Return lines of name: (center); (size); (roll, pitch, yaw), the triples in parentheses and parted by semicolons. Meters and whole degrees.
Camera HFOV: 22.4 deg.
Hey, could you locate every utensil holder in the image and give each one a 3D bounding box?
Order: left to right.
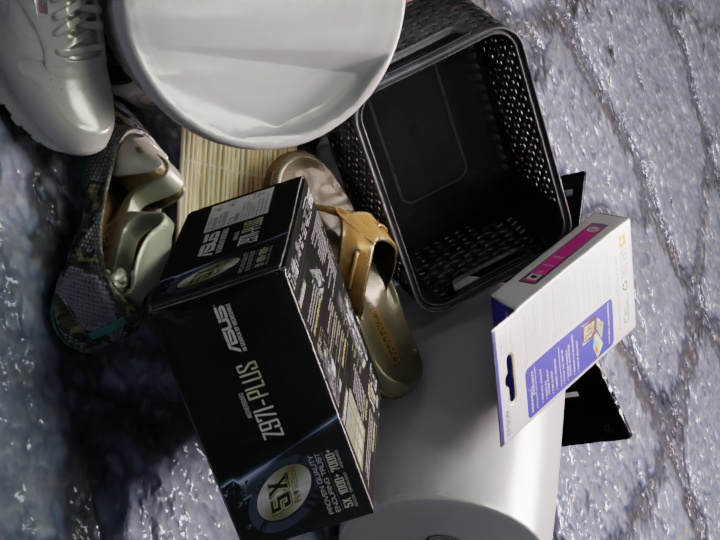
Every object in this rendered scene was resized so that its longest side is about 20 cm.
utensil holder: (0.072, 0.131, 1.390); (0.170, 0.170, 0.200); (50, 35, -38)

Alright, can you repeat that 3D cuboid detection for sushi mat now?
sushi mat: (-0.086, -0.029, 1.264); (0.096, 0.012, 0.200); (8, 79, -32)

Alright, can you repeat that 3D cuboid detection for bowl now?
bowl: (0.027, -0.108, 1.468); (0.090, 0.201, 0.201); (-56, 132, -16)

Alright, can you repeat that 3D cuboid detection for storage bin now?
storage bin: (0.059, -0.088, 1.339); (0.094, 0.135, 0.200); (47, -19, 53)

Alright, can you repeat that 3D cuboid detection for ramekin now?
ramekin: (-0.078, -0.181, 1.178); (0.202, 0.094, 0.203); (-4, 98, -28)

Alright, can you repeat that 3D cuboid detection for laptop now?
laptop: (0.135, 0.042, 1.534); (0.103, 0.177, 0.200); (-44, 114, -45)

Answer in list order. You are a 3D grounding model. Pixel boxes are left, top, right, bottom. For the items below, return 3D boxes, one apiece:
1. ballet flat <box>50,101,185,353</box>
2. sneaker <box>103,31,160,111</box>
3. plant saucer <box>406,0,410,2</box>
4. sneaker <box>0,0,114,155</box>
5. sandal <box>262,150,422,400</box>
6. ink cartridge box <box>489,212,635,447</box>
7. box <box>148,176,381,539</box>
ballet flat: (-0.146, -0.035, 1.173); (0.072, 0.072, 0.201); (48, 35, -40)
sneaker: (-0.117, -0.201, 1.263); (0.200, 0.075, 0.081); (-60, 151, -6)
plant saucer: (-0.003, -0.290, 1.421); (0.201, 0.051, 0.201); (-7, 90, -76)
sneaker: (-0.194, -0.170, 1.133); (0.076, 0.080, 0.200); (-22, 92, -51)
sandal: (0.000, 0.000, 1.289); (0.080, 0.054, 0.200); (-44, 111, -47)
ink cartridge box: (0.140, 0.040, 1.327); (0.200, 0.037, 0.095); (-37, 128, -47)
box: (-0.053, 0.051, 1.139); (0.200, 0.086, 0.164); (-85, 156, -71)
